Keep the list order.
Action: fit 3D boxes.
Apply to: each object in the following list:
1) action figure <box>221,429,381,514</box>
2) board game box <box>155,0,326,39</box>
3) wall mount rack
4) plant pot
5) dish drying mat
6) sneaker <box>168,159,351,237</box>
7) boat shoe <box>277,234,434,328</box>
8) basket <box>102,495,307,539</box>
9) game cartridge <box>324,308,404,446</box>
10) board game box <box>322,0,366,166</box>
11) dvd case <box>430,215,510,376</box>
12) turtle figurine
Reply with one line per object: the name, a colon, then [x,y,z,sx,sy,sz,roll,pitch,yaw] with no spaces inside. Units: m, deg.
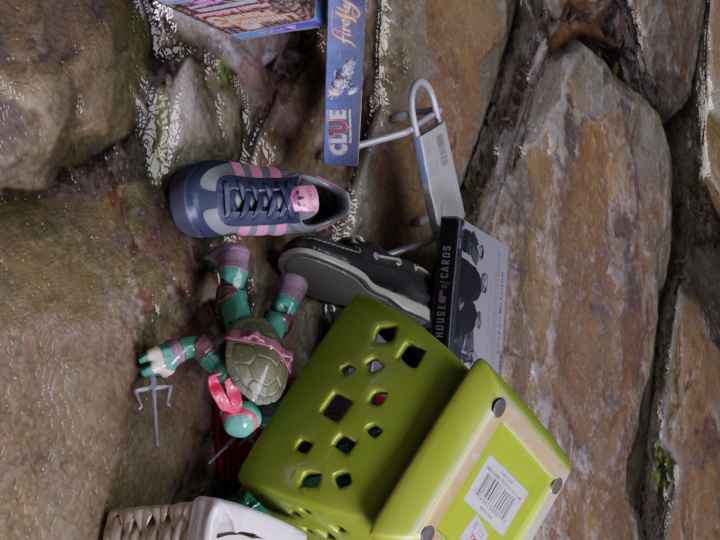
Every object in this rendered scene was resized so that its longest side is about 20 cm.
action figure: [-0.058,0.196,1.586,0.200,0.055,0.118,-13,133,-44]
board game box: [-0.119,-0.306,1.526,0.200,0.097,0.160,16,73,-56]
wall mount rack: [0.040,-0.084,1.781,0.174,0.074,0.201,-35,116,-58]
plant pot: [0.051,0.167,1.501,0.199,0.181,0.200,-56,135,-15]
dish drying mat: [-0.067,0.139,1.629,0.200,0.018,0.077,-10,93,-57]
sneaker: [-0.085,-0.065,1.566,0.200,0.082,0.070,-6,92,-57]
boat shoe: [0.000,0.000,1.690,0.200,0.074,0.061,24,61,-40]
basket: [-0.136,0.289,1.407,0.135,0.123,0.201,32,59,-51]
game cartridge: [0.034,0.126,1.740,0.200,0.038,0.130,28,59,-52]
board game box: [-0.013,-0.214,1.624,0.136,0.034,0.200,-88,-179,-46]
dvd case: [0.113,0.034,1.810,0.200,0.025,0.151,23,71,-70]
turtle figurine: [-0.102,0.080,1.503,0.150,0.100,0.201,44,43,-36]
